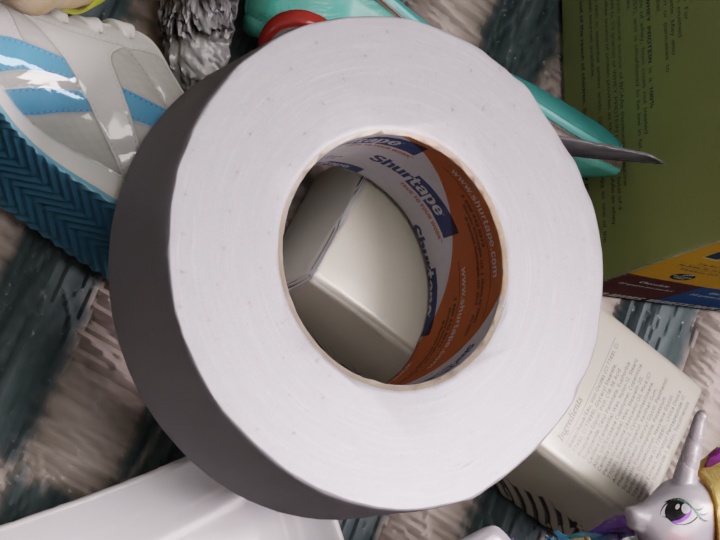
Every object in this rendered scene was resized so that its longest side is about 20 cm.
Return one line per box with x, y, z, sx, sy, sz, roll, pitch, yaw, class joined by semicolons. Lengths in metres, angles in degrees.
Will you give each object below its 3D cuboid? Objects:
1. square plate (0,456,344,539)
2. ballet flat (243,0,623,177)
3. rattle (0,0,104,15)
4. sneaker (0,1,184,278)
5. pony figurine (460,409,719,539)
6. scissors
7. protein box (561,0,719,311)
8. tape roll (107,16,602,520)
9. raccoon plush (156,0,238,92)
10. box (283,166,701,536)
-0.077;0.185;0.919;0.197;0.028;0.201;-19;88;-31;square plate
0.028;-0.082;1.026;0.199;0.067;0.071;32;102;-17;ballet flat
-0.158;-0.206;0.875;0.200;0.143;0.130;45;40;7;rattle
-0.136;-0.076;0.925;0.200;0.076;0.081;39;54;-23;sneaker
0.106;0.179;0.942;0.199;0.166;0.194;-24;105;-19;pony figurine
0.034;-0.061;0.997;0.199;0.073;0.014;20;36;-11;scissors
0.205;-0.097;1.044;0.134;0.200;0.200;7;75;-28;protein box
0.000;0.000;0.905;0.199;0.066;0.202;5;80;-26;tape roll
-0.106;-0.190;0.957;0.133;0.097;0.202;10;74;-19;raccoon plush
0.054;0.035;1.005;0.200;0.068;0.082;38;63;-17;box
